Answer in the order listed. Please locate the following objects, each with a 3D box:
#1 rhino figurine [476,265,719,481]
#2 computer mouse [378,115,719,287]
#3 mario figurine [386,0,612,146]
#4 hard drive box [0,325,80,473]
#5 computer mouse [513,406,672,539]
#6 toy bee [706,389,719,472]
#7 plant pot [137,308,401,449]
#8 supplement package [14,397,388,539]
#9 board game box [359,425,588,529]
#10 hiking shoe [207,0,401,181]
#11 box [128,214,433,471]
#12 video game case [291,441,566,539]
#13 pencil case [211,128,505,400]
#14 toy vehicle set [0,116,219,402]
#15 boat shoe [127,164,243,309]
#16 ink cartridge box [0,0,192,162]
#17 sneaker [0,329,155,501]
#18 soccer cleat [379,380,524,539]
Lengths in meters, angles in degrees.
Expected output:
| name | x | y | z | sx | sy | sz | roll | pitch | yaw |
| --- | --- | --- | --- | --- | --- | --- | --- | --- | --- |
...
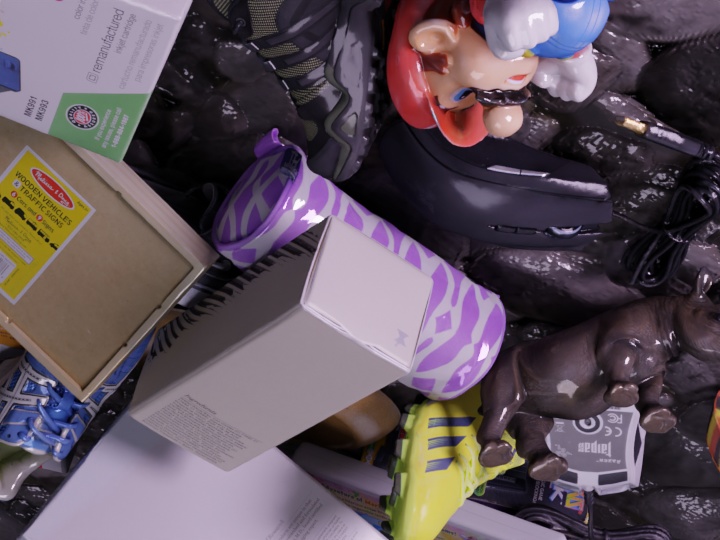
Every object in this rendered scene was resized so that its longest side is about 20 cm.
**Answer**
| name | x | y | z | sx | sy | sz | roll | pitch | yaw |
| --- | --- | --- | --- | --- | --- | --- | --- | --- | --- |
| rhino figurine | 0.160 | 0.056 | 1.312 | 0.200 | 0.087 | 0.060 | -24 | 130 | 13 |
| computer mouse | 0.113 | -0.048 | 1.241 | 0.200 | 0.046 | 0.140 | 22 | 145 | -9 |
| mario figurine | 0.097 | -0.115 | 1.108 | 0.123 | 0.106 | 0.200 | 33 | 139 | -28 |
| hard drive box | -0.268 | 0.042 | 1.480 | 0.156 | 0.077 | 0.200 | 12 | 145 | 6 |
| computer mouse | 0.155 | 0.114 | 1.422 | 0.110 | 0.044 | 0.200 | 5 | 125 | 11 |
| toy bee | 0.316 | 0.135 | 1.363 | 0.200 | 0.109 | 0.131 | -3 | 139 | 24 |
| plant pot | -0.071 | 0.078 | 1.444 | 0.200 | 0.028 | 0.200 | 18 | 162 | 6 |
| supplement package | -0.110 | 0.189 | 1.443 | 0.200 | 0.152 | 0.151 | 40 | 162 | -3 |
| board game box | 0.072 | 0.192 | 1.574 | 0.165 | 0.057 | 0.200 | 12 | 144 | 1 |
| hiking shoe | -0.030 | -0.136 | 1.166 | 0.101 | 0.076 | 0.200 | 15 | 136 | 13 |
| box | -0.050 | 0.047 | 1.267 | 0.082 | 0.068 | 0.200 | 33 | 143 | -22 |
| video game case | 0.052 | 0.210 | 1.510 | 0.200 | 0.024 | 0.182 | 18 | 143 | 21 |
| pencil case | 0.000 | 0.000 | 1.316 | 0.084 | 0.086 | 0.200 | -30 | 124 | 36 |
| toy vehicle set | -0.197 | -0.033 | 1.287 | 0.200 | 0.027 | 0.124 | 44 | 112 | -1 |
| boat shoe | -0.097 | -0.021 | 1.343 | 0.200 | 0.072 | 0.068 | 22 | 119 | -18 |
| ink cartridge box | -0.195 | -0.161 | 1.170 | 0.200 | 0.088 | 0.145 | 23 | 144 | -8 |
| sneaker | -0.188 | 0.077 | 1.374 | 0.076 | 0.077 | 0.200 | 19 | 136 | -27 |
| soccer cleat | 0.063 | 0.115 | 1.367 | 0.084 | 0.200 | 0.065 | 18 | 116 | 4 |
